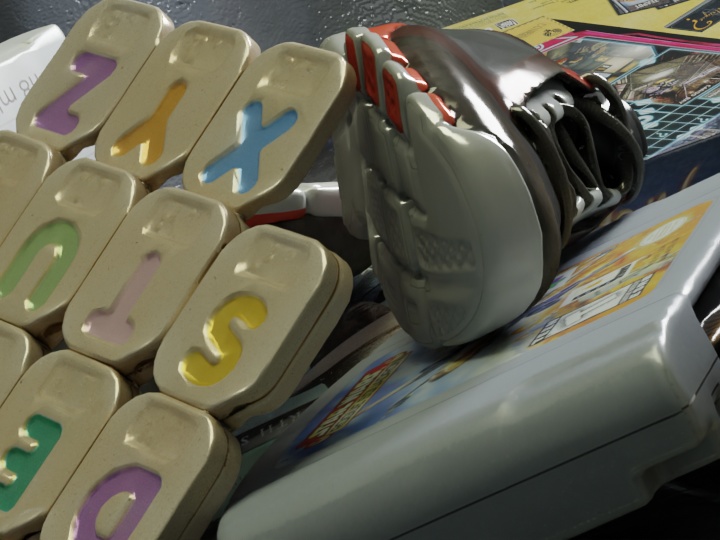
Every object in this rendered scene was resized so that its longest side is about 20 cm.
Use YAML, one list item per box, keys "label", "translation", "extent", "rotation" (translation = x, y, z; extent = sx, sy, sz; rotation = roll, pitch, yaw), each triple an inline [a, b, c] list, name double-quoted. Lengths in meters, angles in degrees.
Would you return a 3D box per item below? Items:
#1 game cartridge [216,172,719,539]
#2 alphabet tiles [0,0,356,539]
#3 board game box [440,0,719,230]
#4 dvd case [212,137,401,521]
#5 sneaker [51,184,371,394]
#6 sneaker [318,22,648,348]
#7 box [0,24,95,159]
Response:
- label: "game cartridge"
  translation: [0.041, 0.029, 0.715]
  extent: [0.133, 0.042, 0.200]
  rotation: [-22, 8, 21]
- label: "alphabet tiles"
  translation: [-0.088, 0.015, 0.743]
  extent: [0.200, 0.015, 0.196]
  rotation: [20, 73, 49]
- label: "board game box"
  translation: [0.110, -0.060, 0.926]
  extent: [0.199, 0.035, 0.135]
  rotation: [-19, 29, -15]
- label: "dvd case"
  translation: [0.000, 0.000, 0.960]
  extent: [0.146, 0.022, 0.200]
  rotation: [-25, 27, 14]
- label: "sneaker"
  translation: [-0.077, 0.029, 0.883]
  extent: [0.199, 0.082, 0.077]
  rotation: [-19, 4, -22]
- label: "sneaker"
  translation: [0.038, -0.036, 0.769]
  extent: [0.082, 0.077, 0.200]
  rotation: [-9, 15, -5]
- label: "box"
  translation: [-0.199, 0.029, 1.004]
  extent: [0.199, 0.131, 0.199]
  rotation: [-18, 12, 36]
